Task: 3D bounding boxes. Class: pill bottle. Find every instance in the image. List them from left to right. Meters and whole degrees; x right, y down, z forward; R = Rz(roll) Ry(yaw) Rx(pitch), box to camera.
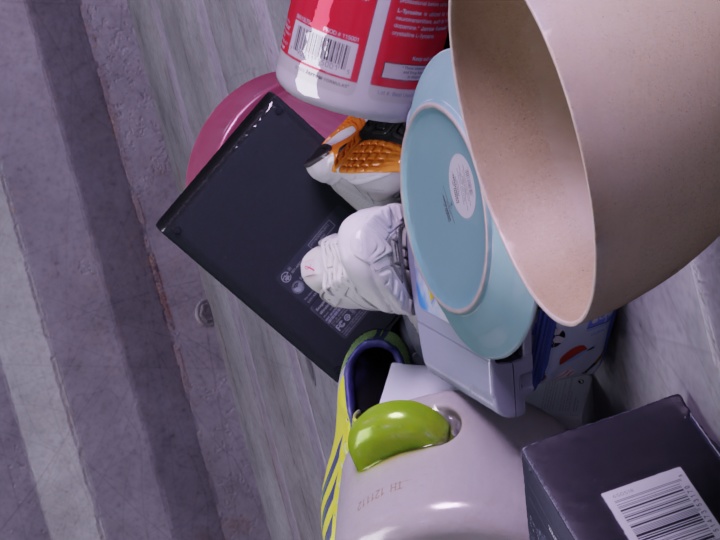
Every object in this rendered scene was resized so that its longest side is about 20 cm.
[{"bbox_3d":[0.015,-0.212,1.537,0.112,0.111,0.201,-128,49,-62],"label":"pill bottle"}]

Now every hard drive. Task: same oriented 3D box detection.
[{"bbox_3d":[-0.044,-0.025,1.778,0.200,0.140,0.033,41,178,-21],"label":"hard drive"}]

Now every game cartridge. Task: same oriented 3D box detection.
[{"bbox_3d":[0.070,-0.013,1.511,0.133,0.040,0.202,-147,51,-68],"label":"game cartridge"}]

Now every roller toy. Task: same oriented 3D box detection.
[{"bbox_3d":[0.075,0.190,1.561,0.140,0.198,0.183,-84,9,-47],"label":"roller toy"}]

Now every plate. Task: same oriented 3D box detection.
[{"bbox_3d":[0.062,-0.041,1.435,0.200,0.025,0.202,171,90,-70],"label":"plate"}]

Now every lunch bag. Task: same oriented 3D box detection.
[{"bbox_3d":[0.110,-0.030,1.553,0.161,0.075,0.201,94,156,-51],"label":"lunch bag"}]

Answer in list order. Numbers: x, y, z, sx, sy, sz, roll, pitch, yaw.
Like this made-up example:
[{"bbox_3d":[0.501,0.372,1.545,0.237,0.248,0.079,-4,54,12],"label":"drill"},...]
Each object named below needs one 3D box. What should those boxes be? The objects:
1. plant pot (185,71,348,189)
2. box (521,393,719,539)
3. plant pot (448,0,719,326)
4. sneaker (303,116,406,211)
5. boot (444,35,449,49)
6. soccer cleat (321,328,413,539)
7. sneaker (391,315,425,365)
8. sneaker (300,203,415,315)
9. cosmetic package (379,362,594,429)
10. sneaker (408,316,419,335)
[{"bbox_3d":[-0.024,-0.064,1.901,0.179,0.199,0.201,17,124,58],"label":"plant pot"},{"bbox_3d":[0.192,0.225,1.399,0.197,0.117,0.201,-119,16,-49],"label":"box"},{"bbox_3d":[0.142,-0.086,1.161,0.200,0.134,0.202,163,90,-79],"label":"plant pot"},{"bbox_3d":[0.027,-0.071,1.662,0.092,0.076,0.200,44,174,-12],"label":"sneaker"},{"bbox_3d":[0.049,-0.142,1.697,0.200,0.065,0.166,-162,65,-73],"label":"boot"},{"bbox_3d":[0.002,0.144,1.710,0.084,0.064,0.202,52,-136,-81],"label":"soccer cleat"},{"bbox_3d":[0.054,0.055,1.931,0.200,0.079,0.079,134,120,-75],"label":"sneaker"},{"bbox_3d":[0.000,0.000,1.631,0.200,0.099,0.079,38,-130,-74],"label":"sneaker"},{"bbox_3d":[0.099,0.163,1.670,0.052,0.150,0.201,-68,-23,-49],"label":"cosmetic package"},{"bbox_3d":[0.081,0.006,1.758,0.081,0.076,0.201,47,154,47],"label":"sneaker"}]
